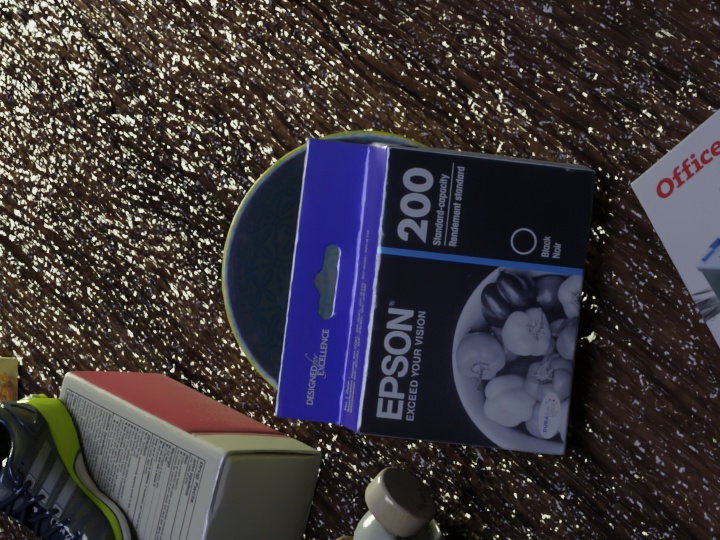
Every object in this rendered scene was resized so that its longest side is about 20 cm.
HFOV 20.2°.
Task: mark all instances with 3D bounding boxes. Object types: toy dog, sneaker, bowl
[{"bbox_3d":[0.062,0.229,1.415,0.132,0.096,0.200,-30,82,34],"label":"toy dog"},{"bbox_3d":[-0.242,0.179,1.540,0.074,0.081,0.200,-53,55,28],"label":"sneaker"},{"bbox_3d":[0.000,0.000,1.447,0.108,0.200,0.200,-129,48,-84],"label":"bowl"}]

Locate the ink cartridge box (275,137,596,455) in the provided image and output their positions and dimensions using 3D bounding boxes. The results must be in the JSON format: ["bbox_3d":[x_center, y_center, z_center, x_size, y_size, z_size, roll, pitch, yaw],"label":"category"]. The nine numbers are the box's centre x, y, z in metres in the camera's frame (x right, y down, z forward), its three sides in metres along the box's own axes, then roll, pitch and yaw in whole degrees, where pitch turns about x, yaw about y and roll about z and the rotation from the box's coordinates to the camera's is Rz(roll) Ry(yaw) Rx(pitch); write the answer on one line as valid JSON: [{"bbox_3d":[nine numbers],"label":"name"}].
[{"bbox_3d":[0.051,0.016,1.373,0.043,0.200,0.198,-151,67,-87],"label":"ink cartridge box"}]

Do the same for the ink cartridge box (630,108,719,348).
[{"bbox_3d":[0.276,-0.011,1.222,0.146,0.086,0.200,-43,61,32],"label":"ink cartridge box"}]

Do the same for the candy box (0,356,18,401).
[{"bbox_3d":[-0.394,0.140,1.851,0.200,0.055,0.116,-5,83,42],"label":"candy box"}]

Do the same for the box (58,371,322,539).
[{"bbox_3d":[-0.145,0.168,1.580,0.200,0.109,0.128,22,102,41],"label":"box"}]
